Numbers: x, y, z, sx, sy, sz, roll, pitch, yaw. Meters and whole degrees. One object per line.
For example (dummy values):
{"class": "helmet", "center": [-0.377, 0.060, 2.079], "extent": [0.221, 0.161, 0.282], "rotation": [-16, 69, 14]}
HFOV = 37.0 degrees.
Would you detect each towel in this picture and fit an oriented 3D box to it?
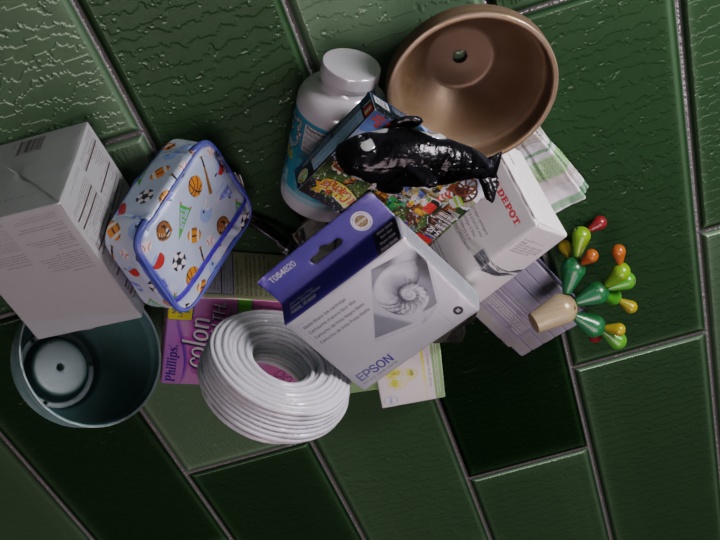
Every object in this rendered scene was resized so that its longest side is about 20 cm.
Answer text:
{"class": "towel", "center": [0.195, -0.127, 1.426], "extent": [0.149, 0.031, 0.200], "rotation": [-33, 129, 20]}

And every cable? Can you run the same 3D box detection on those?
{"class": "cable", "center": [-0.106, 0.134, 1.374], "extent": [0.200, 0.200, 0.069], "rotation": [11, 124, -21]}

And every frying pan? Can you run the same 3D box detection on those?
{"class": "frying pan", "center": [-0.082, -0.008, 1.441], "extent": [0.190, 0.115, 0.031], "rotation": [12, 147, -18]}

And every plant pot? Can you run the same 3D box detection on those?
{"class": "plant pot", "center": [-0.395, 0.124, 1.480], "extent": [0.200, 0.201, 0.134], "rotation": [27, 151, -29]}
{"class": "plant pot", "center": [0.124, -0.233, 1.269], "extent": [0.200, 0.093, 0.201], "rotation": [-5, 131, -6]}

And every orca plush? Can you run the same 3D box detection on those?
{"class": "orca plush", "center": [0.073, -0.104, 1.203], "extent": [0.200, 0.071, 0.105], "rotation": [17, 126, -29]}

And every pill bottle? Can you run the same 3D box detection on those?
{"class": "pill bottle", "center": [-0.030, -0.165, 1.301], "extent": [0.111, 0.111, 0.200], "rotation": [5, 131, -13]}

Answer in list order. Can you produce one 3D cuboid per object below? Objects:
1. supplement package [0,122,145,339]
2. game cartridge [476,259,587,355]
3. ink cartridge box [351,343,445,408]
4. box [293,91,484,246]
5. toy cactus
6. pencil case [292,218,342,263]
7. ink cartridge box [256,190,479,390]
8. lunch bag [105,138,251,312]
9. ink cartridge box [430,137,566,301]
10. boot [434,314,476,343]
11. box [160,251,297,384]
{"class": "supplement package", "center": [-0.366, -0.046, 1.321], "extent": [0.152, 0.151, 0.200], "rotation": [-12, 134, 15]}
{"class": "game cartridge", "center": [0.232, 0.041, 1.587], "extent": [0.130, 0.038, 0.200], "rotation": [-30, 130, 24]}
{"class": "ink cartridge box", "center": [0.024, 0.151, 1.648], "extent": [0.200, 0.048, 0.146], "rotation": [-11, 134, -2]}
{"class": "box", "center": [0.041, -0.108, 1.268], "extent": [0.200, 0.038, 0.137], "rotation": [27, 121, -34]}
{"class": "toy cactus", "center": [0.314, 0.034, 1.539], "extent": [0.165, 0.102, 0.200], "rotation": [-25, 120, -9]}
{"class": "pencil case", "center": [0.000, 0.000, 1.408], "extent": [0.089, 0.200, 0.078], "rotation": [-40, 171, 17]}
{"class": "ink cartridge box", "center": [0.008, 0.031, 1.306], "extent": [0.200, 0.041, 0.200], "rotation": [-38, 115, 24]}
{"class": "lunch bag", "center": [-0.215, -0.057, 1.326], "extent": [0.075, 0.200, 0.160], "rotation": [7, 141, 34]}
{"class": "ink cartridge box", "center": [0.140, -0.050, 1.368], "extent": [0.200, 0.145, 0.084], "rotation": [-39, 149, 27]}
{"class": "boot", "center": [0.087, 0.054, 1.497], "extent": [0.130, 0.068, 0.200], "rotation": [-4, 149, -9]}
{"class": "box", "center": [-0.174, 0.069, 1.507], "extent": [0.200, 0.097, 0.176], "rotation": [4, 132, -12]}
